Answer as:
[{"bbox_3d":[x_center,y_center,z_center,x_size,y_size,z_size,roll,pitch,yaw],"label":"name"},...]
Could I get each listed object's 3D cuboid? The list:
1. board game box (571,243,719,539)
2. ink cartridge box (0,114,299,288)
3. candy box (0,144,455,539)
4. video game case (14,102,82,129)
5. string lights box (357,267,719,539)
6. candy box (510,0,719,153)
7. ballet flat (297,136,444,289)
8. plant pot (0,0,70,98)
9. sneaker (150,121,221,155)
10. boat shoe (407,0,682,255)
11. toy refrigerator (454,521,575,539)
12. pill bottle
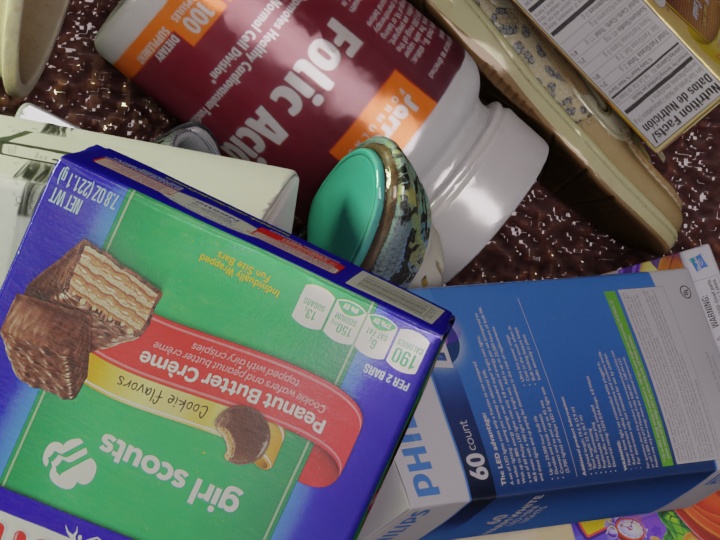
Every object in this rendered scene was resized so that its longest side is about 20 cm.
[{"bbox_3d":[0.138,0.101,1.360,0.134,0.045,0.200,-16,79,-22],"label":"board game box"},{"bbox_3d":[-0.137,0.017,1.215,0.200,0.084,0.146,11,111,6],"label":"ink cartridge box"},{"bbox_3d":[-0.079,0.076,1.119,0.169,0.077,0.200,25,99,5],"label":"candy box"},{"bbox_3d":[-0.104,0.027,1.355,0.200,0.018,0.143,27,83,-10],"label":"video game case"},{"bbox_3d":[0.073,0.060,1.262,0.200,0.059,0.103,-3,67,-35],"label":"string lights box"},{"bbox_3d":[0.103,-0.162,1.354,0.200,0.115,0.055,45,118,-7],"label":"candy box"},{"bbox_3d":[0.000,0.000,1.280,0.074,0.200,0.074,10,62,-20],"label":"ballet flat"},{"bbox_3d":[-0.215,-0.197,1.263,0.183,0.200,0.201,15,85,0],"label":"plant pot"},{"bbox_3d":[-0.131,-0.039,1.280,0.200,0.076,0.114,39,121,-13],"label":"sneaker"},{"bbox_3d":[0.095,-0.093,1.374,0.063,0.073,0.200,-43,95,-14],"label":"boat shoe"},{"bbox_3d":[0.084,0.217,1.291,0.070,0.076,0.200,-10,76,-20],"label":"toy refrigerator"},{"bbox_3d":[-0.016,-0.086,1.328,0.200,0.114,0.114,39,81,-8],"label":"pill bottle"}]
